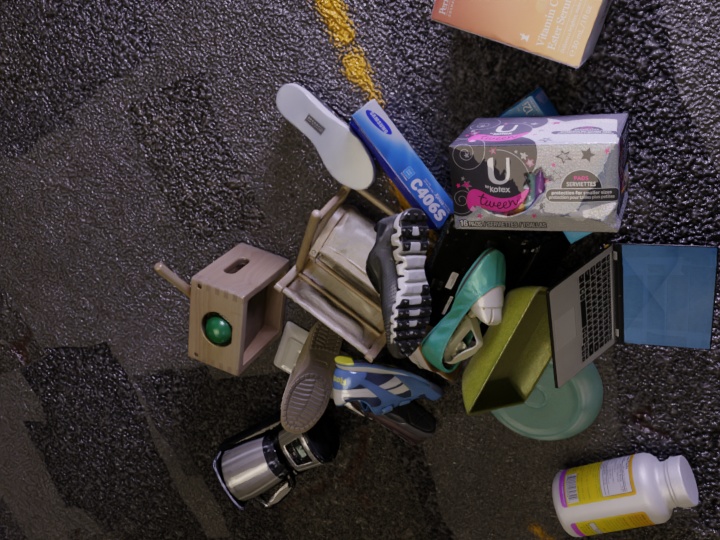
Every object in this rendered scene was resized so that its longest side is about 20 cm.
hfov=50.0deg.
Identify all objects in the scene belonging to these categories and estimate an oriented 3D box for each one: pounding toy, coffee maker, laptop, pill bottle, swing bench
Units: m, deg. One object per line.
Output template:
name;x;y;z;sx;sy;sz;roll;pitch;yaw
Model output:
pounding toy;-0.231;0.053;1.298;0.141;0.200;0.185;19;120;17
coffee maker;-0.151;0.315;1.418;0.199;0.193;0.135;-28;121;12
laptop;0.186;0.004;1.098;0.199;0.103;0.178;19;121;-4
laptop;0.366;0.068;1.044;0.116;0.199;0.188;35;150;46
pill bottle;0.404;0.341;1.185;0.199;0.104;0.105;-23;102;32
swing bench;0.000;0.000;1.205;0.198;0.130;0.200;37;137;5

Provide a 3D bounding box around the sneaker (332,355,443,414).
sneaker;0.041;0.194;1.263;0.199;0.074;0.083;14;88;-20

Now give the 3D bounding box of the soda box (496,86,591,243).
soda box;0.265;-0.143;1.049;0.068;0.064;0.201;-31;97;33

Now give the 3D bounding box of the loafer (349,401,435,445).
loafer;0.033;0.238;1.324;0.199;0.072;0.063;32;126;-6

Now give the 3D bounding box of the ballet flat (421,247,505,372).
ballet flat;0.151;0.062;1.032;0.070;0.067;0.201;51;129;30

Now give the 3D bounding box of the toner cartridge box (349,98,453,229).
toner cartridge box;0.062;-0.151;1.122;0.043;0.095;0.200;-38;95;-1

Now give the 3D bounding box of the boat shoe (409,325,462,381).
boat shoe;0.100;0.120;1.197;0.069;0.071;0.200;15;162;28

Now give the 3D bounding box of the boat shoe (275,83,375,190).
boat shoe;-0.045;-0.204;1.170;0.200;0.066;0.070;43;112;7

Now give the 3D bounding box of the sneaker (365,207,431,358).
sneaker;0.048;0.017;1.053;0.090;0.066;0.202;3;93;52

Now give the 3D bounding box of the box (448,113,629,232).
box;0.224;-0.124;0.960;0.199;0.132;0.116;2;115;24

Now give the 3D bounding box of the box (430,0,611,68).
box;0.209;-0.359;0.950;0.199;0.106;0.153;22;121;15

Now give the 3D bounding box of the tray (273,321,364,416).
tray;-0.064;0.181;1.385;0.199;0.022;0.108;28;121;12

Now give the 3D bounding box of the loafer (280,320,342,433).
loafer;-0.081;0.180;1.322;0.075;0.068;0.201;23;82;-7

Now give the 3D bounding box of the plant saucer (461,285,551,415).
plant saucer;0.223;0.101;1.091;0.048;0.199;0.201;36;107;31

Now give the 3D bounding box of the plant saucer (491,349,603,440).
plant saucer;0.277;0.191;1.217;0.199;0.036;0.201;11;118;21
